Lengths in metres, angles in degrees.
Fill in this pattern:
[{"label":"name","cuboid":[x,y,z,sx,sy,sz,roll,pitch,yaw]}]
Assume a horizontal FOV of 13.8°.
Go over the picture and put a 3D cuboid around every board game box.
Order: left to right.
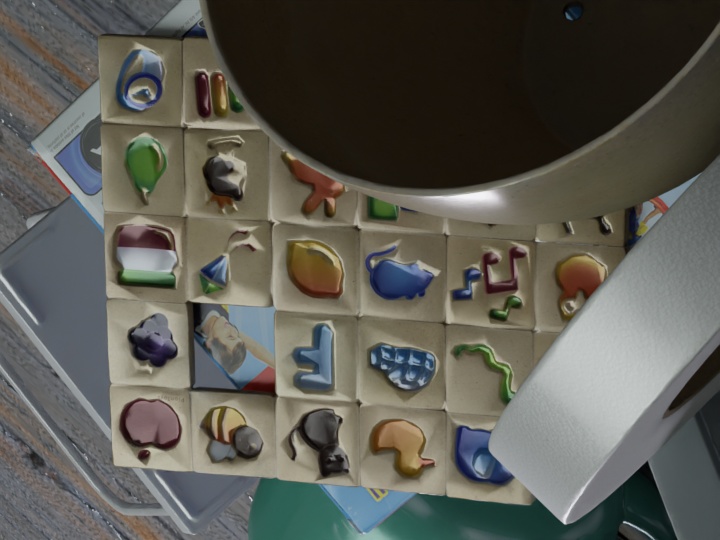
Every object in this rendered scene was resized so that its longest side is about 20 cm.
[{"label":"board game box","cuboid":[0.014,-0.039,1.106,0.196,0.200,0.056,50,-157,-1]}]

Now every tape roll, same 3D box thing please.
[{"label":"tape roll","cuboid":[0.121,-0.004,0.937,0.037,0.203,0.203,43,158,11]}]

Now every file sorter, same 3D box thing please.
[{"label":"file sorter","cuboid":[-0.057,-0.005,1.286,0.139,0.200,0.124,53,162,-10]}]

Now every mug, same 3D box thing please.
[{"label":"mug","cuboid":[0.052,0.095,1.332,0.152,0.185,0.115,55,139,26]}]

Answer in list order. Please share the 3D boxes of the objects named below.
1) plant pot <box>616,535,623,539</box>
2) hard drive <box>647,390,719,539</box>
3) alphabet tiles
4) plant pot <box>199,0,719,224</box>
[{"label":"plant pot","cuboid":[0.058,0.239,1.468,0.200,0.196,0.200,41,157,21]},{"label":"hard drive","cuboid":[0.167,0.113,1.085,0.200,0.027,0.132,36,-153,-47]},{"label":"alphabet tiles","cuboid":[0.000,0.000,1.087,0.199,0.008,0.168,4,106,16]},{"label":"plant pot","cuboid":[0.067,-0.099,0.941,0.200,0.201,0.134,33,-178,34]}]
